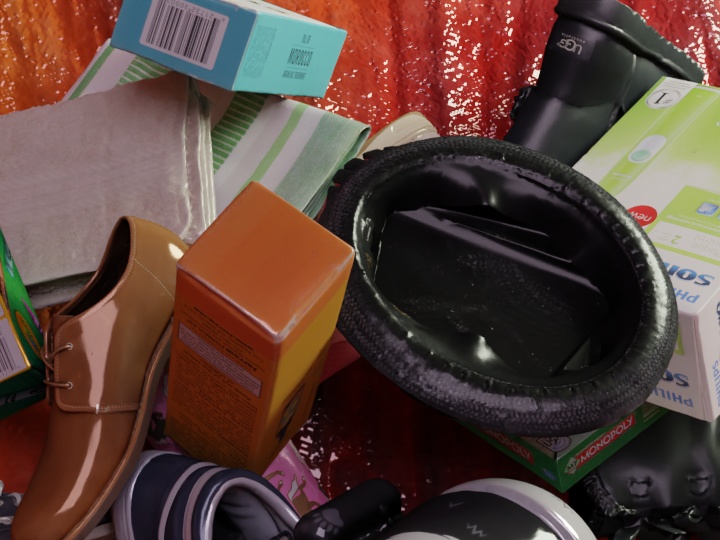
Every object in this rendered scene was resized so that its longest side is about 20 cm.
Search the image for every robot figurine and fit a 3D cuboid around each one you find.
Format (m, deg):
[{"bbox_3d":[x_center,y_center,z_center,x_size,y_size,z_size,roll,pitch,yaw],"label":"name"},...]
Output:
[{"bbox_3d":[0.044,0.183,0.912,0.200,0.125,0.151,-26,106,-53],"label":"robot figurine"}]

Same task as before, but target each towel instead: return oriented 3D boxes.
[{"bbox_3d":[-0.116,-0.063,1.116,0.200,0.023,0.153,20,63,26],"label":"towel"},{"bbox_3d":[-0.181,-0.043,1.084,0.199,0.035,0.133,-11,59,11],"label":"towel"}]

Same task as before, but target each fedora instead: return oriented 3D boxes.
[{"bbox_3d":[0.067,0.023,0.983,0.200,0.092,0.201,5,56,-8],"label":"fedora"}]

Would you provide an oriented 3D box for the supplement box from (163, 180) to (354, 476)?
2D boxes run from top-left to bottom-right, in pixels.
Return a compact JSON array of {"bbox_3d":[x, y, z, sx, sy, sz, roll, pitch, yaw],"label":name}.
[{"bbox_3d":[-0.056,0.041,0.925,0.069,0.200,0.067,34,61,12],"label":"supplement box"}]

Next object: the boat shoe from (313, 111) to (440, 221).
[{"bbox_3d":[-0.006,-0.023,1.136,0.069,0.074,0.200,41,63,16],"label":"boat shoe"}]

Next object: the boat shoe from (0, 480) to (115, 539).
[{"bbox_3d":[-0.207,0.145,1.015,0.199,0.073,0.063,-15,71,-13],"label":"boat shoe"}]

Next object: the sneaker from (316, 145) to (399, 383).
[{"bbox_3d":[0.000,0.000,1.078,0.074,0.087,0.200,28,54,33],"label":"sneaker"}]

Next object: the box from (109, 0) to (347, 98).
[{"bbox_3d":[-0.076,-0.143,1.110,0.082,0.200,0.049,21,99,12],"label":"box"}]

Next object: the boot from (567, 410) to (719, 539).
[{"bbox_3d":[0.206,0.083,1.133,0.162,0.073,0.199,-1,59,-3],"label":"boot"}]

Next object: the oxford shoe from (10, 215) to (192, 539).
[{"bbox_3d":[-0.149,0.063,0.979,0.071,0.071,0.200,35,65,-33],"label":"oxford shoe"}]

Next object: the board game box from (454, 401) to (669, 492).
[{"bbox_3d":[0.149,0.044,1.118,0.200,0.029,0.134,-34,40,-23],"label":"board game box"}]

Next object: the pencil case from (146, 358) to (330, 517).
[{"bbox_3d":[-0.063,0.124,1.045,0.083,0.087,0.200,-22,69,-42],"label":"pencil case"}]

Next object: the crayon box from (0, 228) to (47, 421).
[{"bbox_3d":[-0.282,0.053,1.014,0.200,0.058,0.119,-27,71,2],"label":"crayon box"}]

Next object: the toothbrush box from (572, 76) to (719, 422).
[{"bbox_3d":[0.195,-0.019,1.087,0.145,0.086,0.200,18,50,38],"label":"toothbrush box"}]

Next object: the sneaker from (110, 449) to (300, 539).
[{"bbox_3d":[-0.066,0.193,0.961,0.070,0.108,0.201,-22,100,-38],"label":"sneaker"}]

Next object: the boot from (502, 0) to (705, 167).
[{"bbox_3d":[0.143,-0.085,1.187,0.076,0.200,0.169,29,96,24],"label":"boot"}]
